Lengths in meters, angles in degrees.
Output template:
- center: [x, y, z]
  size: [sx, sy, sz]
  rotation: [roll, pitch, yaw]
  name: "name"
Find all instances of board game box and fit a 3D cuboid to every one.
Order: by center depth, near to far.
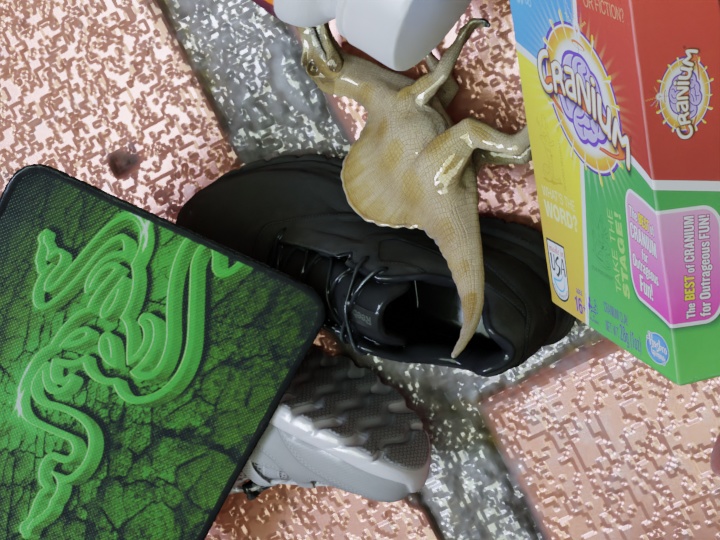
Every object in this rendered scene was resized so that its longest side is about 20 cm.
- center: [0.113, -0.068, 1.274]
  size: [0.040, 0.153, 0.201]
  rotation: [-13, 106, -14]
  name: "board game box"

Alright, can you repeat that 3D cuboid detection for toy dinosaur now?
- center: [0.041, -0.050, 1.385]
  size: [0.101, 0.058, 0.200]
  rotation: [-32, 61, 6]
  name: "toy dinosaur"

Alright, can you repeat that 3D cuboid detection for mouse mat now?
- center: [-0.126, 0.060, 1.405]
  size: [0.160, 0.008, 0.201]
  rotation: [24, 114, -9]
  name: "mouse mat"

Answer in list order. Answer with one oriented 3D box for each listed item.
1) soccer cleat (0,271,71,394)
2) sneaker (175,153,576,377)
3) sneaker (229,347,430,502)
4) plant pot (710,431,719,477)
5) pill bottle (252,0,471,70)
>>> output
- center: [-0.161, 0.069, 1.464]
  size: [0.073, 0.068, 0.200]
  rotation: [34, 131, 6]
  name: "soccer cleat"
- center: [0.000, 0.000, 1.411]
  size: [0.199, 0.091, 0.076]
  rotation: [12, 115, 18]
  name: "sneaker"
- center: [-0.054, 0.080, 1.467]
  size: [0.199, 0.075, 0.082]
  rotation: [18, 114, 27]
  name: "sneaker"
- center: [0.289, 0.091, 1.286]
  size: [0.201, 0.201, 0.195]
  rotation: [-40, 95, 23]
  name: "plant pot"
- center: [-0.038, -0.183, 1.362]
  size: [0.200, 0.114, 0.114]
  rotation: [34, 111, 14]
  name: "pill bottle"
